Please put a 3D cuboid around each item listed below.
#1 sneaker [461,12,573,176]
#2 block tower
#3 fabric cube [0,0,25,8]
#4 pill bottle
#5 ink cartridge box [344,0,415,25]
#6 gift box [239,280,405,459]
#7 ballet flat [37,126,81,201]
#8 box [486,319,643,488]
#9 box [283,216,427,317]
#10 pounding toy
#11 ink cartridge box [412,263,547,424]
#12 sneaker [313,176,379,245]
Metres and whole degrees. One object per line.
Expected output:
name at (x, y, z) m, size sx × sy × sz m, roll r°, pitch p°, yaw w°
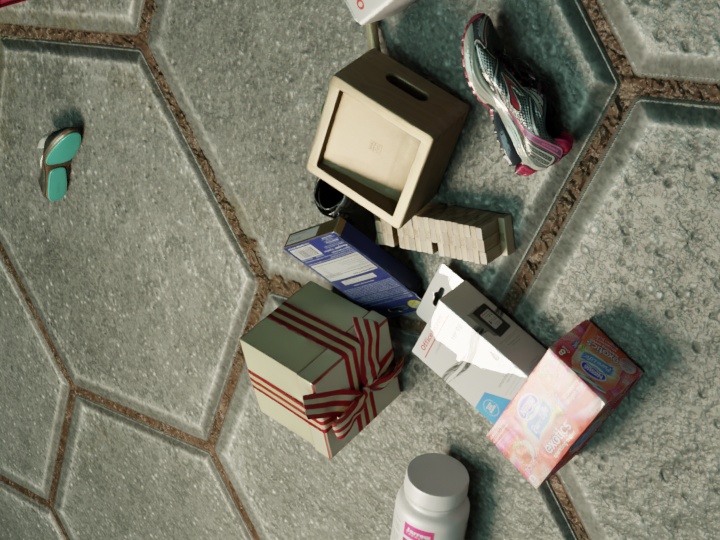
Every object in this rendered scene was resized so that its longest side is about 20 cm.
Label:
sneaker at (0.186, -0.217, 1.407) m, size 0.074 × 0.081 × 0.201 m, roll -22°, pitch 103°, yaw 35°
block tower at (0.110, -0.054, 1.583) m, size 0.199 × 0.058 × 0.054 m, roll 11°, pitch 119°, yaw 41°
fabric cube at (-0.545, -0.571, 1.868) m, size 0.199 × 0.199 × 0.197 m, roll 41°, pitch 134°, yaw 20°
pill bottle at (0.105, 0.382, 1.782) m, size 0.113 × 0.113 × 0.201 m, roll 29°, pitch 130°, yaw 32°
ink cartridge box at (0.048, -0.413, 1.427) m, size 0.200 × 0.086 × 0.147 m, roll -28°, pitch 90°, yaw 51°
gift box at (-0.057, 0.143, 1.742) m, size 0.186 × 0.184 × 0.201 m, roll 27°, pitch 148°, yaw 35°
ballet flat at (-0.571, -0.213, 2.194) m, size 0.069 × 0.068 × 0.200 m, roll 55°, pitch 139°, yaw 21°
box at (0.260, 0.173, 1.522) m, size 0.103 × 0.094 × 0.201 m, roll 46°, pitch 137°, yaw 18°
box at (0.000, 0.000, 1.692) m, size 0.200 × 0.033 × 0.121 m, roll 38°, pitch 148°, yaw -28°
pounding toy at (0.030, -0.203, 1.545) m, size 0.199 × 0.142 × 0.185 m, roll 34°, pitch 133°, yaw 14°
ink cartridge box at (0.148, 0.100, 1.608) m, size 0.200 × 0.067 × 0.116 m, roll 41°, pitch 136°, yaw 17°
sneaker at (-0.024, -0.079, 1.674) m, size 0.070 × 0.099 × 0.202 m, roll 25°, pitch 129°, yaw 32°
